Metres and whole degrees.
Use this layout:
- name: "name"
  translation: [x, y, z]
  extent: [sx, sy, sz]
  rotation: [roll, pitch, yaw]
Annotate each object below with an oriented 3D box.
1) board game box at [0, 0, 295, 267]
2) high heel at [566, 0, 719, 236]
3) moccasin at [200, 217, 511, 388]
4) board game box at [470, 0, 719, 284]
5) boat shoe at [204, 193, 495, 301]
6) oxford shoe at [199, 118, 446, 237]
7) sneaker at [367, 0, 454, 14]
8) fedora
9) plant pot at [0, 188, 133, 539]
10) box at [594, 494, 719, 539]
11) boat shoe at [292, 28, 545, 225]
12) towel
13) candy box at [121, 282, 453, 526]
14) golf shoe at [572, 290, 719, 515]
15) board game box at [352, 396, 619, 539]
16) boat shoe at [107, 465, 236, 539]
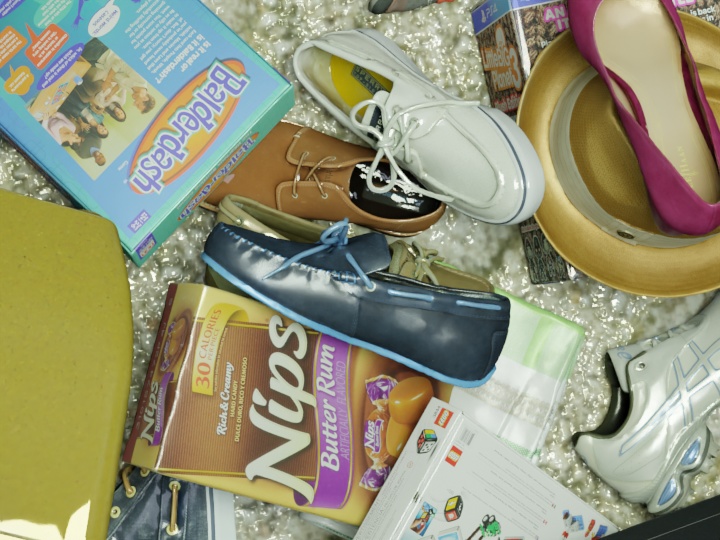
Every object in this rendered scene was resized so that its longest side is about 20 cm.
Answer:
- name: "board game box"
  translation: [-0.164, -0.126, 1.090]
  extent: [0.200, 0.045, 0.152]
  rotation: [43, 81, 8]
- name: "high heel"
  translation: [0.173, -0.119, 0.972]
  extent: [0.067, 0.096, 0.202]
  rotation: [-20, 86, -5]
- name: "moccasin"
  translation: [0.000, 0.005, 1.042]
  extent: [0.198, 0.081, 0.069]
  rotation: [22, 101, -17]
- name: "board game box"
  translation: [0.180, -0.106, 1.154]
  extent: [0.157, 0.097, 0.203]
  rotation: [-12, 90, -12]
- name: "boat shoe"
  translation: [-0.001, -0.001, 1.104]
  extent: [0.198, 0.073, 0.064]
  rotation: [13, 116, -1]
- name: "oxford shoe"
  translation: [-0.036, -0.066, 1.124]
  extent: [0.197, 0.071, 0.072]
  rotation: [7, 88, -9]
- name: "sneaker"
  translation: [0.002, -0.268, 1.138]
  extent: [0.081, 0.077, 0.202]
  rotation: [-21, 91, -5]
- name: "fedora"
  translation: [0.198, -0.079, 1.064]
  extent: [0.198, 0.082, 0.204]
  rotation: [1, 87, -11]
- name: "plant pot"
  translation: [-0.229, 0.058, 1.024]
  extent: [0.193, 0.194, 0.202]
  rotation: [16, 76, -9]
- name: "box"
  translation: [0.207, 0.238, 1.091]
  extent: [0.198, 0.141, 0.080]
  rotation: [-13, 135, -30]
- name: "boat shoe"
  translation: [0.026, -0.094, 1.079]
  extent: [0.086, 0.075, 0.202]
  rotation: [-11, 46, -45]
- name: "towel"
  translation: [0.059, 0.104, 1.156]
  extent: [0.148, 0.031, 0.202]
  rotation: [24, 83, -10]
- name: "candy box"
  translation: [-0.041, 0.091, 1.066]
  extent: [0.198, 0.056, 0.118]
  rotation: [19, 81, -29]
- name: "golf shoe"
  translation: [0.222, 0.065, 1.170]
  extent: [0.097, 0.078, 0.201]
  rotation: [30, 81, -3]
- name: "board game box"
  translation: [0.082, 0.183, 1.105]
  extent: [0.200, 0.034, 0.127]
  rotation: [38, 79, -41]
- name: "boat shoe"
  translation: [-0.130, 0.132, 1.096]
  extent: [0.090, 0.071, 0.203]
  rotation: [-5, 89, -11]
